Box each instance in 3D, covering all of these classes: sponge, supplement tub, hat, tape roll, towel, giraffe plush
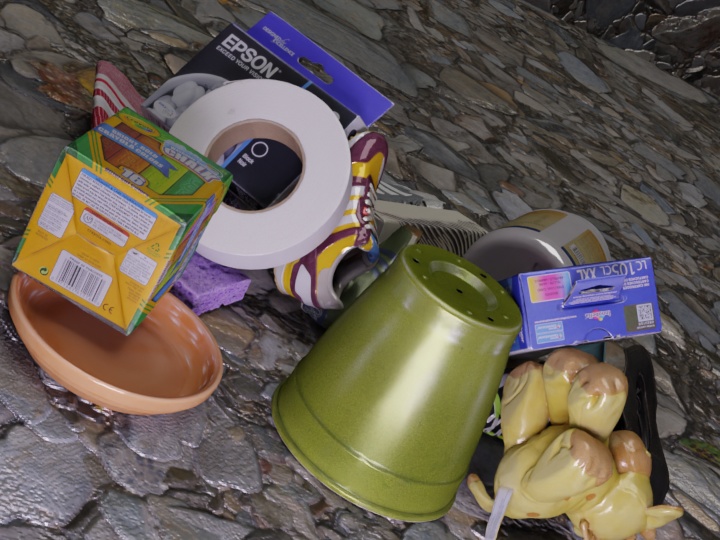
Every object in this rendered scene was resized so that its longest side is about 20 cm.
[{"bbox_3d":[-0.214,-0.030,1.403,0.199,0.030,0.111,37,22,14],"label":"sponge"},{"bbox_3d":[0.200,0.010,1.565,0.144,0.145,0.200,37,23,14],"label":"supplement tub"},{"bbox_3d":[0.277,0.176,1.516,0.080,0.203,0.200,-10,0,21],"label":"hat"},{"bbox_3d":[-0.107,-0.100,1.416,0.202,0.203,0.037,39,-16,19],"label":"tape roll"},{"bbox_3d":[-0.242,-0.145,1.545,0.144,0.023,0.201,45,15,-28],"label":"towel"},{"bbox_3d":[0.217,0.193,1.316,0.161,0.202,0.172,27,-1,-24],"label":"giraffe plush"}]

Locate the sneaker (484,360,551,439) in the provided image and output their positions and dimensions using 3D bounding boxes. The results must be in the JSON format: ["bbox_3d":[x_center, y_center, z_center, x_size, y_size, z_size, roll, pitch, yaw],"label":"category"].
[{"bbox_3d":[0.165,0.149,1.458,0.199,0.072,0.083,-11,68,-44],"label":"sneaker"}]

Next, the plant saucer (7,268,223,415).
[{"bbox_3d":[-0.215,0.060,1.211,0.198,0.038,0.201,27,22,-12],"label":"plant saucer"}]

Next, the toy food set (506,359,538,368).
[{"bbox_3d":[0.119,0.067,1.598,0.199,0.049,0.198,8,32,-43],"label":"toy food set"}]

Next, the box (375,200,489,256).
[{"bbox_3d":[0.060,-0.032,1.674,0.199,0.083,0.068,3,26,-47],"label":"box"}]

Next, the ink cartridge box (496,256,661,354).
[{"bbox_3d":[0.200,0.037,1.341,0.135,0.077,0.200,-7,-3,-12],"label":"ink cartridge box"}]

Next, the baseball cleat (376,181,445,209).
[{"bbox_3d":[0.044,-0.080,1.747,0.105,0.071,0.199,12,13,28],"label":"baseball cleat"}]

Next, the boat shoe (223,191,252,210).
[{"bbox_3d":[-0.155,-0.086,1.515,0.068,0.072,0.201,-10,68,-60],"label":"boat shoe"}]

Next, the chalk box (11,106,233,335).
[{"bbox_3d":[-0.203,-0.055,1.252,0.124,0.125,0.200,30,23,-2],"label":"chalk box"}]

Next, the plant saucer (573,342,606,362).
[{"bbox_3d":[0.258,0.112,1.636,0.200,0.069,0.019,-45,113,-75],"label":"plant saucer"}]

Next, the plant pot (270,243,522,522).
[{"bbox_3d":[0.049,0.089,1.278,0.199,0.194,0.201,26,23,-12],"label":"plant pot"}]

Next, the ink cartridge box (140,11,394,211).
[{"bbox_3d":[-0.099,-0.178,1.498,0.198,0.200,0.044,38,-19,20],"label":"ink cartridge box"}]

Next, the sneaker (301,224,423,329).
[{"bbox_3d":[0.000,0.000,1.519,0.089,0.068,0.201,26,41,4],"label":"sneaker"}]

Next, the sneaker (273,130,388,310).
[{"bbox_3d":[-0.005,-0.049,1.446,0.089,0.202,0.075,21,-14,31],"label":"sneaker"}]
